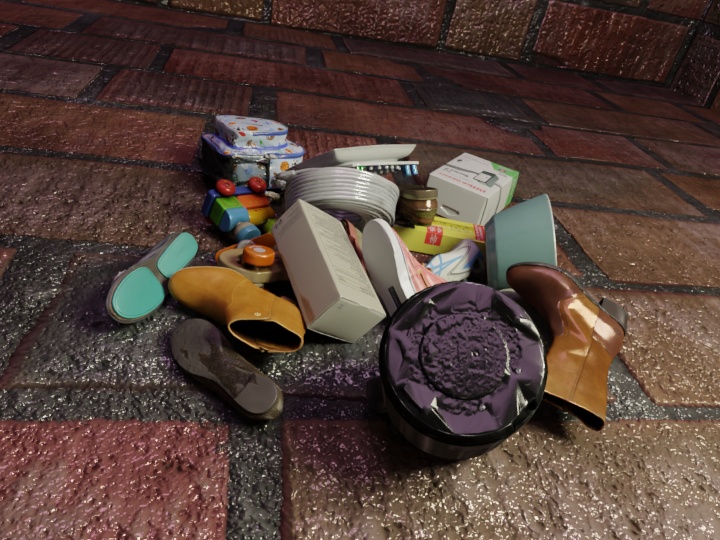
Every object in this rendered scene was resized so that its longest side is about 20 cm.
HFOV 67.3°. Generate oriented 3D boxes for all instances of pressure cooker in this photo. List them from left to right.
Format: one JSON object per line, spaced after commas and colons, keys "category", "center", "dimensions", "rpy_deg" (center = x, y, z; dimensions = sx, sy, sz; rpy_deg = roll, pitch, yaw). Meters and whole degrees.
{"category": "pressure cooker", "center": [0.105, 0.124, 0.618], "dimensions": [0.176, 0.200, 0.179], "rpy_deg": [32, 71, 18]}

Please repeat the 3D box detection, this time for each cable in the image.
{"category": "cable", "center": [-0.034, -0.117, 0.947], "dimensions": [0.199, 0.070, 0.200], "rpy_deg": [-5, -16, 32]}

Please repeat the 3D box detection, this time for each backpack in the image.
{"category": "backpack", "center": [-0.212, -0.232, 1.098], "dimensions": [0.190, 0.154, 0.200], "rpy_deg": [0, 30, -36]}

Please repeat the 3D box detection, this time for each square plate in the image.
{"category": "square plate", "center": [-0.027, -0.199, 1.025], "dimensions": [0.200, 0.029, 0.198], "rpy_deg": [-14, 4, -38]}

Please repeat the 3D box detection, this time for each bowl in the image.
{"category": "bowl", "center": [0.266, -0.025, 0.916], "dimensions": [0.105, 0.201, 0.201], "rpy_deg": [-3, 31, 12]}

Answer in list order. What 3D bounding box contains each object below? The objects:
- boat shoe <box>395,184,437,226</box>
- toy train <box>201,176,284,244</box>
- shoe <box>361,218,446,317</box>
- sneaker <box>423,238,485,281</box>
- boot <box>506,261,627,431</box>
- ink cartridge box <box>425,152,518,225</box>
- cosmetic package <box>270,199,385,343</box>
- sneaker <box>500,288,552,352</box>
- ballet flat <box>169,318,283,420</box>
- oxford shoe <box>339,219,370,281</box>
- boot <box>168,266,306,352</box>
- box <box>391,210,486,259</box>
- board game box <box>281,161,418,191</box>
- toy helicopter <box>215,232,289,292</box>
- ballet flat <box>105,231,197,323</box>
{"category": "boat shoe", "center": [0.091, -0.123, 1.006], "dimensions": [0.072, 0.068, 0.200], "rpy_deg": [-3, 13, -5]}
{"category": "toy train", "center": [-0.175, -0.103, 0.984], "dimensions": [0.200, 0.085, 0.116], "rpy_deg": [-16, 58, -49]}
{"category": "shoe", "center": [0.076, 0.012, 0.823], "dimensions": [0.091, 0.071, 0.201], "rpy_deg": [-15, 78, -41]}
{"category": "sneaker", "center": [0.145, 0.007, 0.921], "dimensions": [0.200, 0.072, 0.073], "rpy_deg": [-28, 77, -36]}
{"category": "boot", "center": [0.259, 0.094, 0.738], "dimensions": [0.188, 0.069, 0.200], "rpy_deg": [35, 52, 6]}
{"category": "ink cartridge box", "center": [0.249, -0.182, 1.217], "dimensions": [0.146, 0.084, 0.200], "rpy_deg": [26, 36, 22]}
{"category": "cosmetic package", "center": [-0.051, -0.001, 0.793], "dimensions": [0.105, 0.071, 0.200], "rpy_deg": [27, 29, -45]}
{"category": "sneaker", "center": [0.262, 0.102, 0.802], "dimensions": [0.200, 0.075, 0.106], "rpy_deg": [34, 39, 28]}
{"category": "ballet flat", "center": [-0.166, 0.123, 0.671], "dimensions": [0.200, 0.046, 0.067], "rpy_deg": [27, 67, 32]}
{"category": "oxford shoe", "center": [0.000, 0.000, 0.881], "dimensions": [0.075, 0.070, 0.200], "rpy_deg": [30, 37, -35]}
{"category": "boot", "center": [-0.168, 0.049, 0.714], "dimensions": [0.200, 0.071, 0.144], "rpy_deg": [15, 9, -7]}
{"category": "box", "center": [0.145, -0.067, 1.042], "dimensions": [0.199, 0.050, 0.075], "rpy_deg": [12, 32, 0]}
{"category": "board game box", "center": [-0.018, -0.175, 1.052], "dimensions": [0.200, 0.026, 0.200], "rpy_deg": [-8, 4, 41]}
{"category": "toy helicopter", "center": [-0.143, -0.018, 0.878], "dimensions": [0.132, 0.079, 0.200], "rpy_deg": [26, 24, 36]}
{"category": "ballet flat", "center": [-0.305, 0.014, 0.772], "dimensions": [0.073, 0.073, 0.200], "rpy_deg": [16, 37, 6]}
